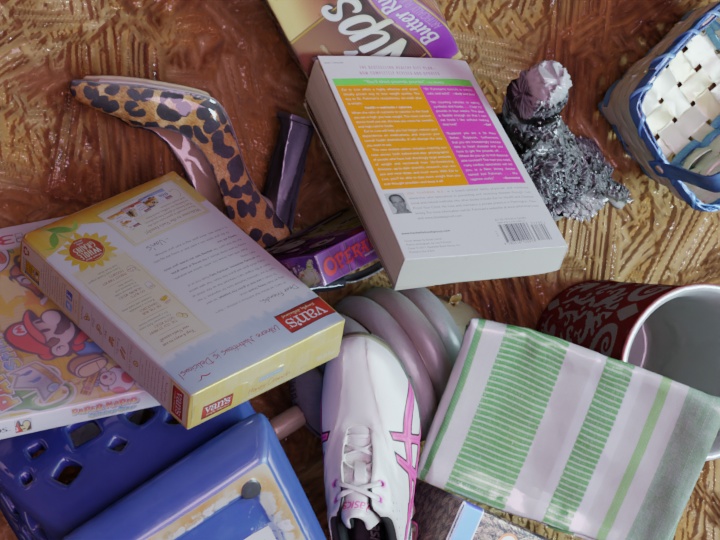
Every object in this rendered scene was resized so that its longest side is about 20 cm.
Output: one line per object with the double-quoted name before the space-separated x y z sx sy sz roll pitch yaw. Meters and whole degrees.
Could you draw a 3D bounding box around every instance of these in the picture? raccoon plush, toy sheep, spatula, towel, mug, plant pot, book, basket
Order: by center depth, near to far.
"plant pot" -0.136 0.181 1.606 0.199 0.180 0.201 -32 126 -13
"book" 0.054 -0.076 1.623 0.133 0.201 0.048 -5 139 -23
"towel" 0.153 0.128 1.637 0.199 0.023 0.153 21 114 6
"toy sheep" 0.014 0.082 1.707 0.199 0.138 0.138 -29 103 -26
"raccoon plush" 0.168 -0.093 1.721 0.133 0.200 0.097 -11 74 -24
"spatula" 0.000 0.000 1.725 0.199 0.057 0.021 -14 120 -22
"mug" 0.203 0.067 1.733 0.177 0.200 0.134 4 94 -18
"basket" 0.297 -0.135 1.746 0.176 0.200 0.139 -42 106 -10

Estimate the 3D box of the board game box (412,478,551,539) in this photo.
"board game box" 0.115 0.249 1.739 0.199 0.159 0.097 26 85 -19

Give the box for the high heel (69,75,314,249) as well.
"high heel" -0.137 -0.067 1.677 0.199 0.071 0.143 13 93 -21

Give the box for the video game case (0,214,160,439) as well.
"video game case" -0.227 0.036 1.593 0.181 0.200 0.023 -11 134 -14

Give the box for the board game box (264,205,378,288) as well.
"board game box" 0.006 -0.032 1.667 0.200 0.120 0.032 -27 106 -37

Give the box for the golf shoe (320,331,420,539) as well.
"golf shoe" 0.009 0.145 1.617 0.072 0.092 0.201 -4 107 7

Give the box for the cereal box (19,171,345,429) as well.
"cereal box" -0.128 0.018 1.573 0.144 0.200 0.040 -24 142 -35

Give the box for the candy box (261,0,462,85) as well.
"candy box" -0.014 -0.214 1.659 0.116 0.057 0.200 -31 130 -2

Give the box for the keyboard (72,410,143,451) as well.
"keyboard" -0.178 0.047 1.704 0.056 0.011 0.201 17 89 -24
